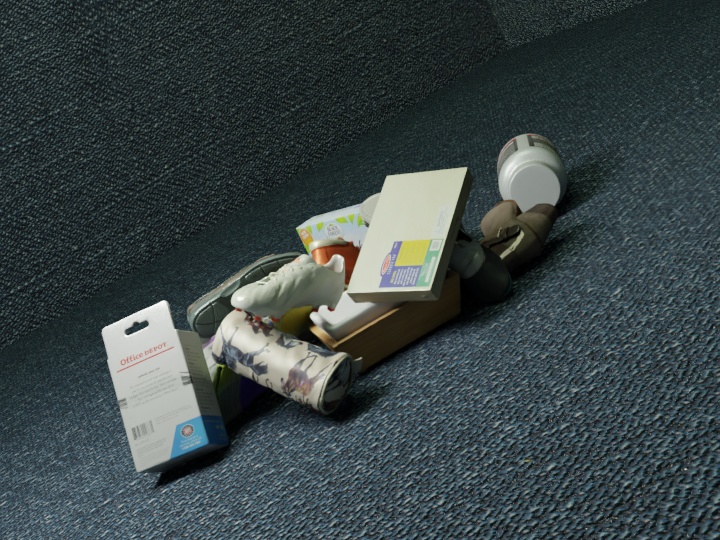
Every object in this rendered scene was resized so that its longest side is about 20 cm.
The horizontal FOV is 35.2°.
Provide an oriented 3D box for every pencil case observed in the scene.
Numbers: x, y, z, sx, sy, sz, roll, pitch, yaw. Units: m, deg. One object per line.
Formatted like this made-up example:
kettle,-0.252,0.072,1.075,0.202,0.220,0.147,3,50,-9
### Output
pencil case,-0.098,0.112,1.438,0.198,0.079,0.089,21,27,30

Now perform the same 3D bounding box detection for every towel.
towel,-0.134,0.126,1.599,0.199,0.023,0.145,-36,-30,-40

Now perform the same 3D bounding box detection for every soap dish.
soap dish,0.036,0.058,1.569,0.198,0.082,0.157,-29,13,-10

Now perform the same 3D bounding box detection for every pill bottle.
pill bottle,0.278,-0.152,1.841,0.110,0.112,0.200,-24,12,12

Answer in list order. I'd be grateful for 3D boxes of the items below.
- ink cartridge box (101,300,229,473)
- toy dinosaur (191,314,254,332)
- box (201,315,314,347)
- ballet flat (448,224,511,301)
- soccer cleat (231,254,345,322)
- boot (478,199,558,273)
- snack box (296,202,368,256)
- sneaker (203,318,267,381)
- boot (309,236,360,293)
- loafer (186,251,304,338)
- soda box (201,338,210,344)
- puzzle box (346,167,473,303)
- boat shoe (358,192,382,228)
ink cartridge box,-0.261,0.155,1.514,0.115,0.202,0.067,-22,-15,17
toy dinosaur,-0.187,0.075,1.755,0.088,0.048,0.200,-38,-9,12
box,-0.189,0.125,1.740,0.198,0.050,0.157,-24,-7,17
ballet flat,0.137,-0.022,1.575,0.072,0.074,0.200,-28,34,-6
soccer cleat,-0.093,0.018,1.484,0.069,0.079,0.199,21,17,35
boot,0.199,-0.038,1.663,0.146,0.071,0.199,-42,11,-26
snack box,-0.006,-0.033,1.881,0.053,0.144,0.199,-33,13,-36
sneaker,-0.193,0.144,1.629,0.200,0.100,0.075,-40,-3,21
boot,0.000,0.000,1.714,0.075,0.109,0.199,-26,-19,37
loafer,-0.170,0.024,1.671,0.199,0.072,0.063,-30,30,-11
soda box,-0.288,0.162,1.852,0.063,0.071,0.200,-21,12,44
puzzle box,0.067,-0.047,1.513,0.132,0.025,0.202,-2,54,34
boat shoe,0.066,-0.048,1.587,0.074,0.061,0.199,-41,35,-13
